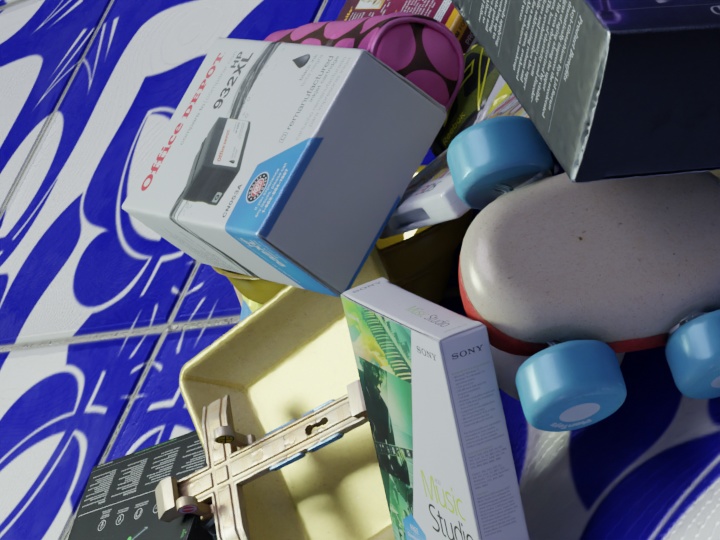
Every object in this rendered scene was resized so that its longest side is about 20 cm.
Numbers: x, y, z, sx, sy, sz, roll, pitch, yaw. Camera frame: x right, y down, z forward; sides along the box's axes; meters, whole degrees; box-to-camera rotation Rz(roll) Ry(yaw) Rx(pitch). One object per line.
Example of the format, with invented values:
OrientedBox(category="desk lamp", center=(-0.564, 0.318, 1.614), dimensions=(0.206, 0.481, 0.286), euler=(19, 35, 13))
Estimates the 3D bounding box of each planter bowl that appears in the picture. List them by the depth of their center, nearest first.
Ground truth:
OrientedBox(category="planter bowl", center=(0.000, 0.000, 1.836), dimensions=(0.200, 0.083, 0.200), euler=(-16, 17, 5))

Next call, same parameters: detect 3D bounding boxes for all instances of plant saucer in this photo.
OrientedBox(category="plant saucer", center=(-0.013, 0.107, 1.732), dimensions=(0.200, 0.048, 0.200), euler=(-37, 66, 32))

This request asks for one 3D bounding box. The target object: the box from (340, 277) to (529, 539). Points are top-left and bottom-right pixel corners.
OrientedBox(category="box", center=(0.049, 0.114, 1.561), dimensions=(0.036, 0.200, 0.144), euler=(-17, 17, -20))

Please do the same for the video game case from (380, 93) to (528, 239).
OrientedBox(category="video game case", center=(0.104, -0.095, 1.686), dimensions=(0.200, 0.023, 0.182), euler=(-40, 7, -14))

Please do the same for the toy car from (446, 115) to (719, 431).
OrientedBox(category="toy car", center=(0.139, 0.022, 1.575), dimensions=(0.200, 0.177, 0.184), euler=(101, 155, -64))

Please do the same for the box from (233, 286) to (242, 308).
OrientedBox(category="box", center=(-0.045, -0.031, 2.045), dimensions=(0.164, 0.021, 0.200), euler=(-53, 26, 15))

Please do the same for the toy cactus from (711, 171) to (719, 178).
OrientedBox(category="toy cactus", center=(0.256, -0.115, 1.570), dimensions=(0.200, 0.102, 0.165), euler=(62, 141, 29))

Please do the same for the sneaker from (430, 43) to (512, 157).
OrientedBox(category="sneaker", center=(0.110, -0.155, 1.849), dimensions=(0.085, 0.074, 0.200), euler=(9, 59, 40))

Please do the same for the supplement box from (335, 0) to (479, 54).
OrientedBox(category="supplement box", center=(0.050, -0.162, 1.978), dimensions=(0.110, 0.086, 0.200), euler=(-61, 27, -10))

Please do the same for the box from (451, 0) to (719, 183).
OrientedBox(category="box", center=(0.160, -0.151, 1.501), dimensions=(0.200, 0.148, 0.104), euler=(-121, 32, -46))

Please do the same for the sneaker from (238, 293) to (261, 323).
OrientedBox(category="sneaker", center=(-0.072, 0.037, 1.933), dimensions=(0.105, 0.076, 0.200), euler=(-37, 46, 46))

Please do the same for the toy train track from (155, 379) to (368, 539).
OrientedBox(category="toy train track", center=(-0.067, 0.118, 1.712), dimensions=(0.200, 0.033, 0.115), euler=(-28, 57, 29))

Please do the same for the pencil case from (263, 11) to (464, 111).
OrientedBox(category="pencil case", center=(-0.011, -0.137, 1.872), dimensions=(0.200, 0.091, 0.094), euler=(1, 74, 63))

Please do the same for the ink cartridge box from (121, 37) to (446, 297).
OrientedBox(category="ink cartridge box", center=(-0.055, -0.074, 1.729), dimensions=(0.200, 0.084, 0.145), euler=(13, 71, 58))

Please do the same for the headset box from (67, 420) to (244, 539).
OrientedBox(category="headset box", center=(-0.139, 0.227, 1.832), dimensions=(0.174, 0.093, 0.200), euler=(-23, 40, 46))
